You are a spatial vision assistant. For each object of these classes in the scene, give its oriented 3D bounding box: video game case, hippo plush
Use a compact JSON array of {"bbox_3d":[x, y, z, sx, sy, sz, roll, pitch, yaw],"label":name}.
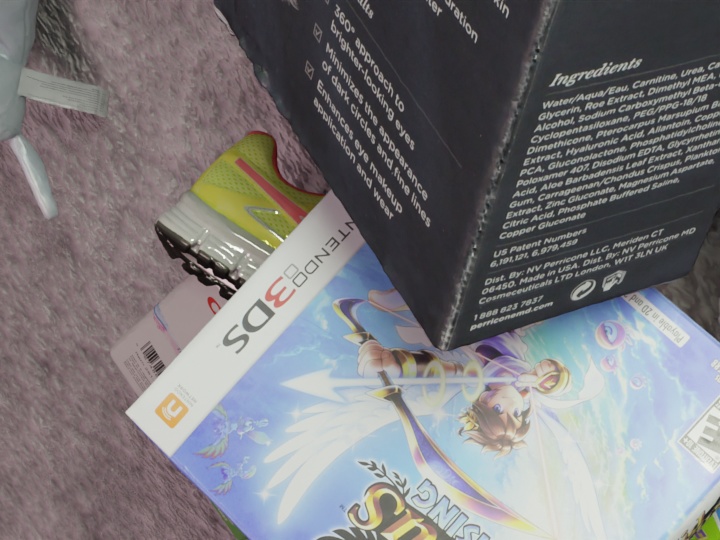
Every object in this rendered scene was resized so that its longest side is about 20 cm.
[{"bbox_3d":[0.037,0.059,0.808,0.200,0.181,0.045,42,179,20],"label":"video game case"},{"bbox_3d":[-0.260,-0.158,1.249,0.200,0.160,0.161,23,-170,-29],"label":"hippo plush"}]

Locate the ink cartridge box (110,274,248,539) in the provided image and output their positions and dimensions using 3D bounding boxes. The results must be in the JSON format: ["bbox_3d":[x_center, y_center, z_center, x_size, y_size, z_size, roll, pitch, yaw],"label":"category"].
[{"bbox_3d":[-0.048,0.061,1.160,0.145,0.084,0.200,55,153,1],"label":"ink cartridge box"}]

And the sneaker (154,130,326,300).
[{"bbox_3d":[0.000,0.000,1.032,0.200,0.090,0.078,34,165,-6],"label":"sneaker"}]

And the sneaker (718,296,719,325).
[{"bbox_3d":[0.162,-0.056,0.735,0.114,0.073,0.201,57,152,23],"label":"sneaker"}]

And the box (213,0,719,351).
[{"bbox_3d":[0.048,-0.116,0.711,0.197,0.117,0.200,57,150,33],"label":"box"}]

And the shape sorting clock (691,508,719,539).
[{"bbox_3d":[0.086,0.118,0.884,0.200,0.200,0.039,29,136,41],"label":"shape sorting clock"}]
